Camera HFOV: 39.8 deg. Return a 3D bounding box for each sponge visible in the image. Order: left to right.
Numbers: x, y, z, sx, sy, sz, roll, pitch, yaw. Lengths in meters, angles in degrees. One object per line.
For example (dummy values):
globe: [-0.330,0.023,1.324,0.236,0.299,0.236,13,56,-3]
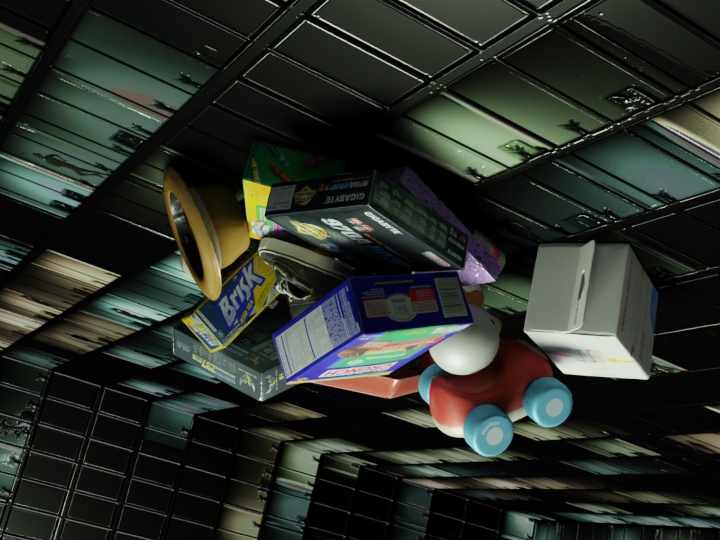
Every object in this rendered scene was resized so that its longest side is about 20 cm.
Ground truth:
sponge: [0.079,-0.047,1.258,0.111,0.030,0.200,-11,132,48]

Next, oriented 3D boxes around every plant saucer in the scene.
plant saucer: [0.009,0.164,1.575,0.198,0.037,0.200,8,-178,25]

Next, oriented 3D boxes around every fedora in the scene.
fedora: [-0.203,-0.060,1.347,0.081,0.202,0.201,-20,170,-18]

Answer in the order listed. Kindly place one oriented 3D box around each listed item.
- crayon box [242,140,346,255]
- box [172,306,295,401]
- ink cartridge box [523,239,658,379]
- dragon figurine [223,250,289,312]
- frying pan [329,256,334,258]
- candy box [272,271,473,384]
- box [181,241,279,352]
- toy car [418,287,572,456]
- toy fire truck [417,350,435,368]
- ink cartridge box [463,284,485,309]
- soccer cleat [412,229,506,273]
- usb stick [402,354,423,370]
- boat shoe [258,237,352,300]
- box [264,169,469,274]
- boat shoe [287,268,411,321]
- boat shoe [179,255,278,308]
crayon box: [-0.086,-0.089,1.288,0.118,0.059,0.200,13,161,0]
box: [-0.159,0.114,1.486,0.199,0.051,0.157,20,-152,36]
ink cartridge box: [0.307,0.050,1.318,0.124,0.130,0.200,1,157,31]
dragon figurine: [-0.141,0.024,1.521,0.099,0.201,0.059,-24,167,-16]
frying pan: [-0.063,-0.004,1.555,0.114,0.031,0.191,2,148,12]
candy box: [0.011,0.074,1.236,0.168,0.078,0.200,-3,160,-34]
box: [-0.161,0.024,1.433,0.070,0.200,0.064,49,152,-10]
toy car: [0.159,0.104,1.315,0.176,0.201,0.184,-22,-157,-12]
toy fire truck: [0.083,0.092,1.653,0.198,0.113,0.168,7,-176,19]
ink cartridge box: [0.067,0.075,1.454,0.198,0.085,0.146,-13,-179,-14]
soccer cleat: [0.106,-0.019,1.372,0.199,0.068,0.073,-6,135,46]
usb stick: [0.009,0.088,1.559,0.199,0.056,0.033,31,-154,10]
boat shoe: [-0.086,0.002,1.305,0.070,0.064,0.200,24,176,-31]
box: [0.010,-0.052,1.172,0.158,0.046,0.200,-3,158,38]
boat shoe: [-0.017,0.028,1.323,0.200,0.064,0.073,-22,173,34]
boat shoe: [-0.206,0.013,1.645,0.199,0.072,0.065,34,158,-34]
